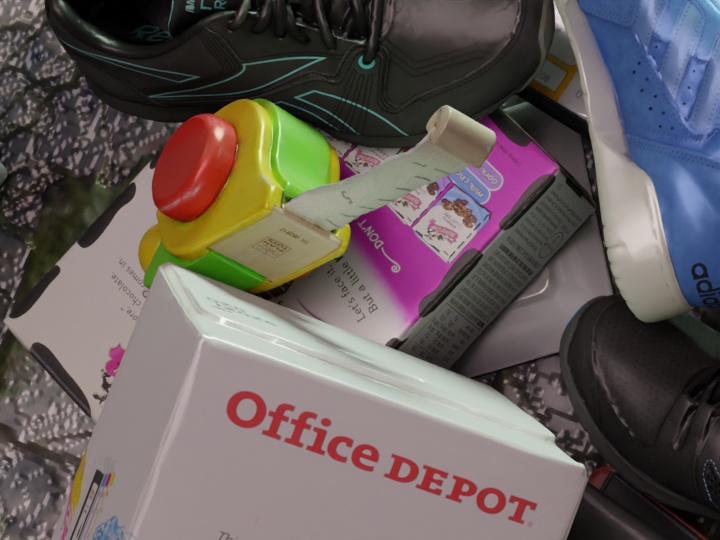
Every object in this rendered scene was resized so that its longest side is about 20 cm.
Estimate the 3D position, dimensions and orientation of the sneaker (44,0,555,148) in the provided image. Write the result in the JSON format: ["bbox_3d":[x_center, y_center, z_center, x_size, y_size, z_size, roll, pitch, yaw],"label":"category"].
[{"bbox_3d":[-0.026,-0.090,1.130,0.199,0.079,0.076,-2,73,20],"label":"sneaker"}]

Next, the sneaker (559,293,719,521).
[{"bbox_3d":[0.158,0.066,1.092,0.200,0.082,0.073,40,60,21],"label":"sneaker"}]

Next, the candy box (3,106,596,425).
[{"bbox_3d":[-0.024,-0.002,1.179,0.200,0.061,0.136,-46,64,3],"label":"candy box"}]

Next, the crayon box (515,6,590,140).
[{"bbox_3d":[0.144,-0.137,1.175,0.125,0.052,0.201,33,89,19],"label":"crayon box"}]

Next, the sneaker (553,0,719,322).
[{"bbox_3d":[0.132,-0.090,1.099,0.111,0.077,0.201,-14,78,16],"label":"sneaker"}]

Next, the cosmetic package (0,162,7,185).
[{"bbox_3d":[-0.291,-0.061,1.249,0.166,0.200,0.167,-46,63,4],"label":"cosmetic package"}]

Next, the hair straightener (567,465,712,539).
[{"bbox_3d":[0.138,0.145,1.091,0.200,0.077,0.041,43,111,23],"label":"hair straightener"}]

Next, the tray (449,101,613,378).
[{"bbox_3d":[0.000,0.000,1.215,0.199,0.022,0.108,-16,69,17],"label":"tray"}]

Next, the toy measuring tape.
[{"bbox_3d":[-0.019,-0.040,1.092,0.200,0.073,0.074,-26,63,47],"label":"toy measuring tape"}]

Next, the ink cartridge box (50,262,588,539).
[{"bbox_3d":[-0.033,0.122,1.059,0.146,0.145,0.201,21,96,-14],"label":"ink cartridge box"}]
